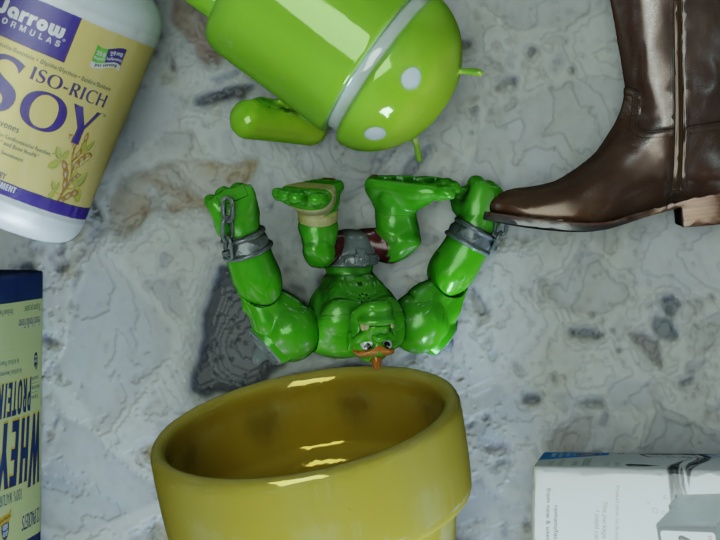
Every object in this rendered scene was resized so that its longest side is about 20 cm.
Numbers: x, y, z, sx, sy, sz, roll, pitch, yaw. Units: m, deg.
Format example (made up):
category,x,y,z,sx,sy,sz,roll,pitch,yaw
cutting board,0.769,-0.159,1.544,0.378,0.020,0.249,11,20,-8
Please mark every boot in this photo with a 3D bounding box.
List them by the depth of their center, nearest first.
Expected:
category,x,y,z,sx,sy,sz,roll,pitch,yaw
boot,0.165,-0.127,1.561,0.185,0.064,0.202,-4,94,-10

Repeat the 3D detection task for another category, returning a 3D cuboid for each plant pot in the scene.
category,x,y,z,sx,sy,sz,roll,pitch,yaw
plant pot,-0.020,0.183,1.541,0.199,0.201,0.191,-8,105,7

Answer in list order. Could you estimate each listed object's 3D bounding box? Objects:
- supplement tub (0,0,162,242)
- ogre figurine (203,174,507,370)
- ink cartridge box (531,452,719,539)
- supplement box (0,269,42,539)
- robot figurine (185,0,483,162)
category,x,y,z,sx,sy,sz,roll,pitch,yaw
supplement tub,-0.215,-0.134,1.572,0.144,0.145,0.201,23,94,6
ogre figurine,0.000,0.000,1.574,0.098,0.199,0.121,15,108,50
ink cartridge box,0.210,0.161,1.526,0.198,0.146,0.087,-1,89,7
supplement box,-0.321,0.100,1.596,0.198,0.134,0.202,1,91,7
robot figurine,-0.019,-0.158,1.562,0.199,0.116,0.176,37,121,3
